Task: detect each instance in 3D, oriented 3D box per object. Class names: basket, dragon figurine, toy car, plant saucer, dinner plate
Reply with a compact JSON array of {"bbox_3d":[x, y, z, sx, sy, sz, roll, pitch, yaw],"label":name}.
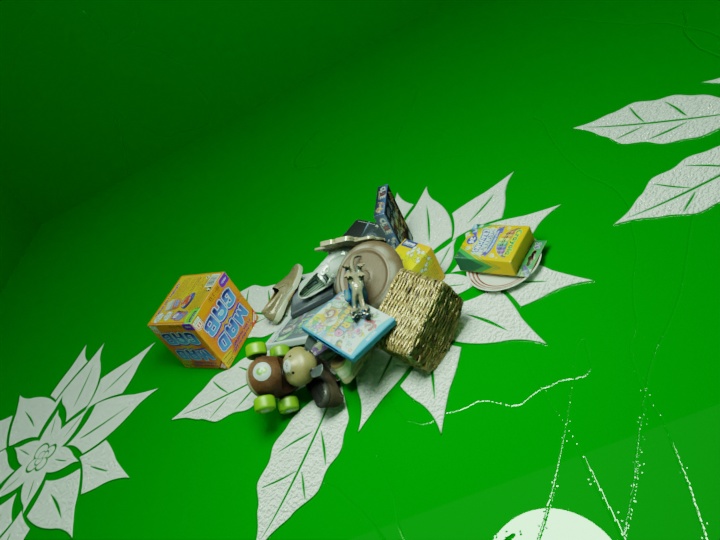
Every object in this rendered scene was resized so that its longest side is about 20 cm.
[{"bbox_3d":[0.136,0.120,1.482,0.147,0.142,0.204,17,76,45],"label":"basket"},{"bbox_3d":[-0.012,0.039,1.487,0.057,0.102,0.201,-6,26,-5],"label":"dragon figurine"},{"bbox_3d":[-0.168,0.236,1.518,0.198,0.156,0.168,-31,61,33],"label":"toy car"},{"bbox_3d":[0.015,0.019,1.564,0.196,0.037,0.206,-8,73,25],"label":"plant saucer"},{"bbox_3d":[0.364,-0.018,1.581,0.196,0.024,0.203,-21,37,16],"label":"dinner plate"}]

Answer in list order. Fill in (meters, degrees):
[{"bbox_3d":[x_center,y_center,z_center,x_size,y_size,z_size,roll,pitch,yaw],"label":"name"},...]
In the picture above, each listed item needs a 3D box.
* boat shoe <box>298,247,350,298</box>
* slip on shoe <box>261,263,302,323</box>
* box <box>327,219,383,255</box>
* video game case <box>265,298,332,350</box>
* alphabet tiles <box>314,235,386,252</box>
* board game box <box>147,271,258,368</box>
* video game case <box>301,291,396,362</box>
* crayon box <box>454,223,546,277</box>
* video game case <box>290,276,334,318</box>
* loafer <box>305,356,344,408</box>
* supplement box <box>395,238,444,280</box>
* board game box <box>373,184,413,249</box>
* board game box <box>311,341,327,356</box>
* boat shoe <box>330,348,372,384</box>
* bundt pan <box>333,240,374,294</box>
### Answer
[{"bbox_3d":[-0.097,0.017,1.765,0.199,0.074,0.067,-43,11,18],"label":"boat shoe"},{"bbox_3d":[-0.237,0.061,1.895,0.076,0.060,0.203,-24,38,64],"label":"slip on shoe"},{"bbox_3d":[0.015,-0.076,1.909,0.198,0.044,0.161,16,57,47],"label":"box"},{"bbox_3d":[-0.153,0.147,1.742,0.197,0.024,0.183,-14,26,36],"label":"video game case"},{"bbox_3d":[-0.024,-0.076,1.763,0.192,0.198,0.015,-10,82,31],"label":"alphabet tiles"},{"bbox_3d":[-0.471,0.152,1.885,0.196,0.202,0.202,-4,43,34],"label":"board game box"},{"bbox_3d":[-0.030,0.127,1.459,0.142,0.018,0.198,-39,39,-24],"label":"video game case"},{"bbox_3d":[0.350,-0.054,1.571,0.197,0.052,0.127,7,51,43],"label":"crayon box"},{"bbox_3d":[-0.141,0.060,1.859,0.140,0.019,0.201,-27,23,9],"label":"video game case"},{"bbox_3d":[-0.088,0.286,1.553,0.074,0.070,0.201,-64,21,15],"label":"loafer"},{"bbox_3d":[0.110,0.032,1.646,0.200,0.111,0.108,-46,38,-19],"label":"supplement box"},{"bbox_3d":[0.096,-0.121,1.761,0.034,0.202,0.137,-15,38,20],"label":"board game box"},{"bbox_3d":[-0.059,0.166,1.643,0.197,0.033,0.120,-33,-2,2],"label":"board game box"},{"bbox_3d":[-0.004,0.206,1.572,0.071,0.066,0.200,-22,16,37],"label":"boat shoe"},{"bbox_3d":[0.000,0.000,1.699,0.203,0.075,0.202,-48,-7,-8],"label":"bundt pan"}]
